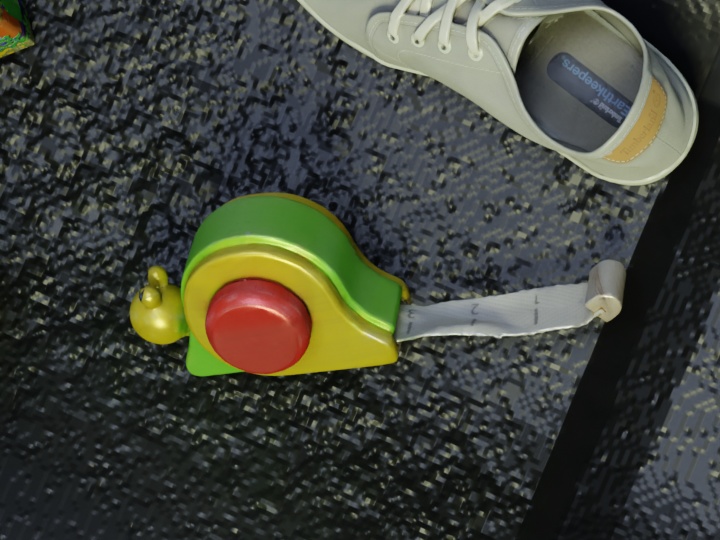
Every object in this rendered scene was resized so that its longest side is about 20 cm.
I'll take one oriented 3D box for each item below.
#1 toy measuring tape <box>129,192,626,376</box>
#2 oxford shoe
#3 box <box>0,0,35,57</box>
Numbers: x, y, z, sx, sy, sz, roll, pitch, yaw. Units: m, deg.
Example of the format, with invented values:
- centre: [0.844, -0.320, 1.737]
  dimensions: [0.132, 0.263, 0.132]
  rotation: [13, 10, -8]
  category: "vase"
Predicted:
- centre: [0.000, 0.000, 1.041]
  dimensions: [0.199, 0.074, 0.074]
  rotation: [-7, 81, 17]
  category: "toy measuring tape"
- centre: [0.044, -0.102, 1.052]
  dimensions: [0.200, 0.058, 0.075]
  rotation: [34, 95, 19]
  category: "oxford shoe"
- centre: [-0.242, -0.181, 1.072]
  dimensions: [0.121, 0.193, 0.201]
  rotation: [-19, 79, 13]
  category: "box"
